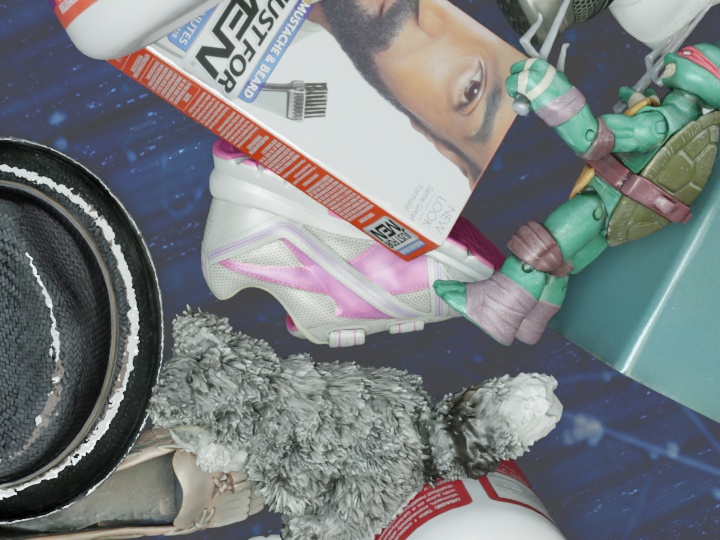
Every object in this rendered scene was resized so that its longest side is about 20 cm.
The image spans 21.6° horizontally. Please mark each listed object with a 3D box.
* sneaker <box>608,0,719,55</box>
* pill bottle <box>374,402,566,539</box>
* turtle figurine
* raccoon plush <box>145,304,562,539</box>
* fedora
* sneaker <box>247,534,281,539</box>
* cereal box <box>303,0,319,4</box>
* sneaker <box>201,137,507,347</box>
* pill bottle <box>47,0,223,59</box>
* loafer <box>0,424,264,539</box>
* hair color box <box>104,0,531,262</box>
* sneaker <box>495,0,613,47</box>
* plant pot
[{"bbox_3d":[0.216,-0.196,1.009,0.200,0.075,0.088,-38,125,10],"label":"sneaker"},{"bbox_3d":[0.054,0.159,1.021,0.111,0.200,0.113,-4,110,-11],"label":"pill bottle"},{"bbox_3d":[0.119,-0.056,0.924,0.201,0.101,0.149,-54,148,7],"label":"turtle figurine"},{"bbox_3d":[-0.013,0.056,0.973,0.199,0.097,0.134,-32,123,23],"label":"raccoon plush"},{"bbox_3d":[-0.185,0.032,0.951,0.199,0.092,0.203,0,92,-11],"label":"fedora"},{"bbox_3d":[-0.078,0.201,1.052,0.199,0.082,0.075,3,127,-31],"label":"sneaker"},{"bbox_3d":[0.039,-0.228,0.883,0.199,0.040,0.145,-21,91,0],"label":"cereal box"},{"bbox_3d":[0.000,0.000,1.023,0.199,0.081,0.089,21,105,-10],"label":"sneaker"},{"bbox_3d":[-0.123,-0.202,0.835,0.112,0.112,0.201,-31,94,0],"label":"pill bottle"},{"bbox_3d":[-0.115,0.121,1.043,0.198,0.063,0.073,-8,111,-10],"label":"loafer"},{"bbox_3d":[-0.023,-0.107,0.942,0.199,0.064,0.111,33,76,-10],"label":"hair color box"},{"bbox_3d":[0.088,-0.225,0.948,0.114,0.076,0.200,-30,94,-7],"label":"sneaker"},{"bbox_3d":[0.212,-0.024,1.030,0.141,0.141,0.201,25,94,-20],"label":"plant pot"}]
